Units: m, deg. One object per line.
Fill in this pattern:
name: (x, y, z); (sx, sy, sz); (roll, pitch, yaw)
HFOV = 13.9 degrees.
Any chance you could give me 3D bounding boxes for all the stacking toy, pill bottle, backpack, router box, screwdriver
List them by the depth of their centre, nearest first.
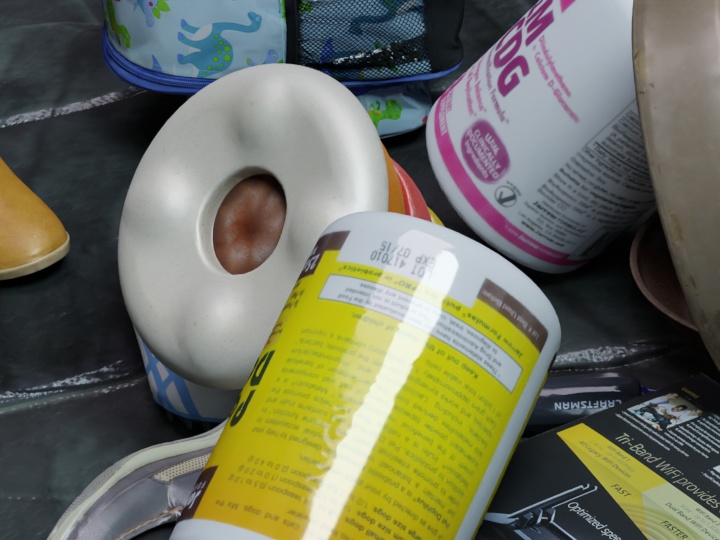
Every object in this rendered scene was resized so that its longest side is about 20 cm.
pill bottle: (-0.005, 0.085, 1.162); (0.109, 0.109, 0.201); (14, 66, 31)
router box: (0.135, 0.124, 1.193); (0.157, 0.052, 0.200); (-18, 31, -25)
screwdriver: (0.167, 0.061, 1.337); (0.199, 0.028, 0.029); (1, 59, 9)
stacking toy: (0.000, 0.000, 1.346); (0.146, 0.147, 0.200); (22, -1, 40)
pill bottle: (0.133, -0.098, 1.437); (0.113, 0.200, 0.114); (28, 38, -25)
backpack: (-0.047, -0.153, 1.640); (0.199, 0.148, 0.183); (-2, 27, -5)

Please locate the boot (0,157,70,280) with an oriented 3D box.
boot: (-0.234, -0.085, 1.547); (0.071, 0.145, 0.201); (-28, 36, -36)

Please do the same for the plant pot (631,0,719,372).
plant pot: (0.226, -0.058, 1.253); (0.174, 0.201, 0.200); (-12, 24, 20)

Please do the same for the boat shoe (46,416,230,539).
boat shoe: (-0.056, 0.109, 1.232); (0.073, 0.075, 0.200); (17, 36, 36)

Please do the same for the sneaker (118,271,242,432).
sneaker: (-0.075, 0.015, 1.414); (0.072, 0.073, 0.200); (-10, 30, -14)

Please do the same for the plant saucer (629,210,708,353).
plant saucer: (0.230, 0.005, 1.419); (0.199, 0.037, 0.201); (-4, 29, 2)
